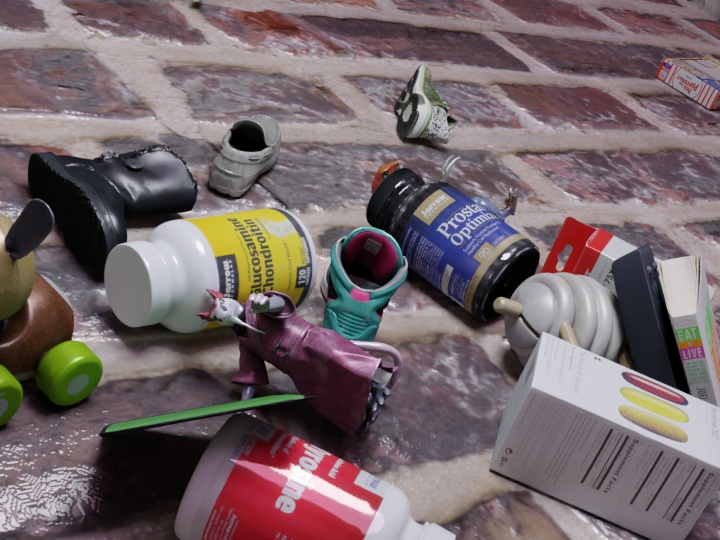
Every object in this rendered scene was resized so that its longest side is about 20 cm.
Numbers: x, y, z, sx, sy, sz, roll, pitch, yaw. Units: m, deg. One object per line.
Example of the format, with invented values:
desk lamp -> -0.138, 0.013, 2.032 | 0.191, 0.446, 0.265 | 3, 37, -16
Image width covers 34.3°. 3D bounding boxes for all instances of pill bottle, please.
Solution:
pill bottle -> 0.106, -0.037, 1.402 | 0.200, 0.112, 0.112 | 37, 33, 26
pill bottle -> -0.149, 0.001, 1.170 | 0.200, 0.112, 0.112 | -11, 43, -44
pill bottle -> -0.033, 0.201, 0.913 | 0.200, 0.112, 0.112 | 25, 29, 6

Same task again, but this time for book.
book -> 0.371, 0.102, 1.280 | 0.048, 0.200, 0.134 | -12, 25, 19

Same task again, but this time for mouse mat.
mouse mat -> -0.126, 0.115, 0.937 | 0.161, 0.008, 0.200 | -9, -3, -11

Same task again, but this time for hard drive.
hard drive -> 0.325, 0.073, 1.296 | 0.042, 0.200, 0.135 | -15, -1, 20

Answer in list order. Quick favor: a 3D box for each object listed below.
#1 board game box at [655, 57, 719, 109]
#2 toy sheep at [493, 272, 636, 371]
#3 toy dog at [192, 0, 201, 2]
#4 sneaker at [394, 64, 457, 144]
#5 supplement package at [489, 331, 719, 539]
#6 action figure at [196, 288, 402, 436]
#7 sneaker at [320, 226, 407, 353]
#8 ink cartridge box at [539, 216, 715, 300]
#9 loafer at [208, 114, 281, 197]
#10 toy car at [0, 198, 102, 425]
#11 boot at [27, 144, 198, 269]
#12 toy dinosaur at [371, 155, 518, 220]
board game box -> 0.751, -0.404, 2.507 | 0.200, 0.046, 0.151 | -10, 42, -44
toy sheep -> 0.227, 0.066, 1.296 | 0.200, 0.138, 0.138 | 24, 23, -36
toy dog -> -0.355, -0.507, 1.890 | 0.200, 0.140, 0.194 | -22, 87, -53
sneaker -> 0.107, -0.248, 1.816 | 0.089, 0.077, 0.200 | 28, 32, -15
supplement package -> 0.246, 0.166, 1.156 | 0.200, 0.110, 0.114 | 23, 30, 3
action figure -> -0.058, 0.065, 1.095 | 0.200, 0.134, 0.149 | 32, 33, 6
sneaker -> 0.000, 0.000, 1.261 | 0.084, 0.121, 0.200 | 17, 29, -8
ink cartridge box -> 0.311, 0.032, 1.418 | 0.200, 0.116, 0.067 | 29, 30, 14
loafer -> -0.139, -0.161, 1.490 | 0.070, 0.070, 0.200 | 21, 29, -2
toy car -> -0.302, 0.001, 0.979 | 0.164, 0.200, 0.158 | 39, 34, 28
boot -> -0.248, -0.077, 1.271 | 0.168, 0.076, 0.200 | -8, 34, -36
toy dinosaur -> 0.108, -0.078, 1.493 | 0.181, 0.105, 0.200 | 2, 39, -15
